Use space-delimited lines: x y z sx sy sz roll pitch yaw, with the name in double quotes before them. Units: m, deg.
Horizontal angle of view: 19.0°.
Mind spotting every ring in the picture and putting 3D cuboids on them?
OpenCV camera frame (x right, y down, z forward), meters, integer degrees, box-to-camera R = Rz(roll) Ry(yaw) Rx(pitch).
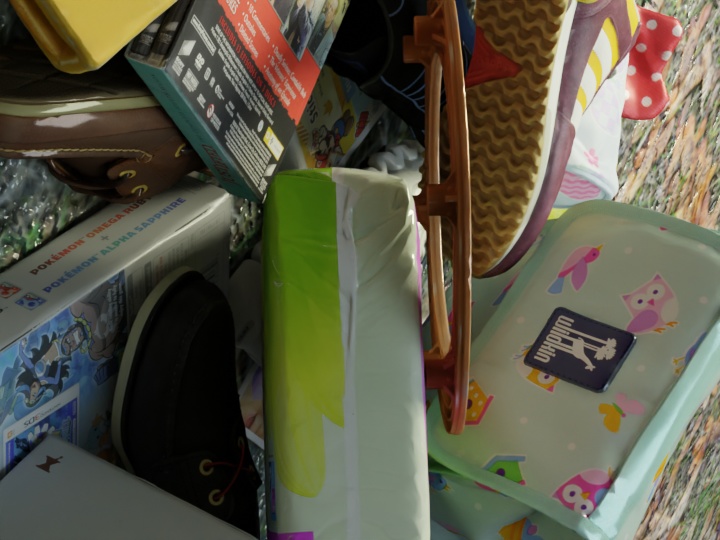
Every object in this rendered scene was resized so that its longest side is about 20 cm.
"ring" 0.031 -0.029 0.933 0.200 0.019 0.201 178 -90 -89

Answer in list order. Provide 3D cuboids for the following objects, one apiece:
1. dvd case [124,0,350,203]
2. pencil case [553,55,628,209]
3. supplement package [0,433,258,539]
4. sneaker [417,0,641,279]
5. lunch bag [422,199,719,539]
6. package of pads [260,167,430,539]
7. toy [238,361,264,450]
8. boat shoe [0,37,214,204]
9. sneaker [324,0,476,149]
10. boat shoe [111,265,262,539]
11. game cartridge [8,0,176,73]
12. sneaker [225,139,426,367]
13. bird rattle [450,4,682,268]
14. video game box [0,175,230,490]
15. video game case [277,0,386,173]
"dvd case" -0.028 -0.143 0.881 0.201 0.022 0.146 -67 161 -12
"pencil case" 0.113 -0.133 1.173 0.091 0.083 0.201 26 70 -44
"supplement package" -0.111 0.192 0.919 0.117 0.117 0.200 -45 145 -35
"sneaker" 0.092 -0.090 1.031 0.090 0.075 0.201 -13 126 -46
"lunch bag" 0.098 0.060 1.049 0.122 0.200 0.171 42 70 -17
"package of pads" -0.008 0.063 0.936 0.155 0.068 0.201 124 -35 -84
"toy" 0.032 0.087 1.154 0.200 0.047 0.115 39 62 -20
"boat shoe" -0.097 -0.059 0.901 0.200 0.072 0.068 -15 121 -61
"sneaker" 0.016 -0.108 1.044 0.078 0.070 0.200 -45 146 -18
"boat shoe" -0.073 0.092 0.976 0.074 0.063 0.202 -32 136 -48
"game cartridge" -0.081 -0.198 0.763 0.200 0.032 0.177 -46 116 -28
"sneaker" 0.000 0.000 1.097 0.200 0.081 0.075 -42 170 -46
"bird rattle" 0.111 -0.086 1.252 0.163 0.112 0.201 30 79 -47
"video game box" -0.130 0.079 0.975 0.182 0.047 0.201 -40 142 -47
"video game case" -0.003 -0.158 1.060 0.182 0.023 0.200 -55 152 -25
